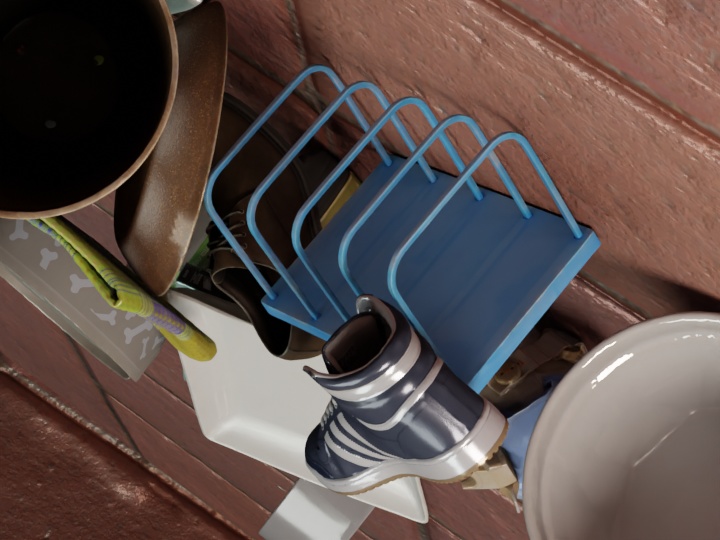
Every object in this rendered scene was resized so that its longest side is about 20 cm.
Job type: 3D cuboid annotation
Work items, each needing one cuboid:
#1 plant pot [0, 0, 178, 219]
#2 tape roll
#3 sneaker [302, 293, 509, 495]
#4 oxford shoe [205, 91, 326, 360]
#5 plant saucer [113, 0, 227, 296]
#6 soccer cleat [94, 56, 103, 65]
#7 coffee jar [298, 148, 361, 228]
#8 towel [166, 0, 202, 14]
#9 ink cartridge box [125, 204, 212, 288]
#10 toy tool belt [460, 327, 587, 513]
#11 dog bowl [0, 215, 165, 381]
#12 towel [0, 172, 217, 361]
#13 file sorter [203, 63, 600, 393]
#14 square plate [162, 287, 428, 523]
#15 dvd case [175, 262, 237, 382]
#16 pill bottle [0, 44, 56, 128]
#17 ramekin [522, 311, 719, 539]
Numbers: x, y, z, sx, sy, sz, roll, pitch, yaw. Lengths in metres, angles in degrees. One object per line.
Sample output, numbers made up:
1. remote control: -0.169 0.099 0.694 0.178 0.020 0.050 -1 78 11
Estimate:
1. plant pot: -0.205 -0.127 1.485 0.187 0.187 0.200 39 180 -3
2. tape roll: -0.003 0.165 1.982 0.066 0.201 0.200 37 166 1
3. sneaker: -0.001 0.076 1.400 0.108 0.070 0.200 44 155 -17
4. oxford shoe: -0.073 -0.032 1.580 0.073 0.084 0.201 -37 78 45
5. plant saucer: -0.132 -0.085 1.547 0.036 0.202 0.200 11 171 -14
6. soccer cleat: -0.239 -0.226 1.678 0.200 0.065 0.084 41 -171 -21
7. coffee jar: 0.000 0.000 1.693 0.200 0.085 0.104 43 157 -16
8. towel: -0.172 -0.235 1.484 0.171 0.048 0.200 46 164 -17
9. ink cartridge box: -0.074 0.036 1.831 0.200 0.084 0.145 42 162 -18
10. toy tool belt: 0.113 0.101 1.622 0.200 0.124 0.123 51 -171 -50
11. dog bowl: -0.229 0.006 1.800 0.200 0.059 0.200 40 171 7
12. towel: -0.176 0.001 1.586 0.143 0.023 0.200 40 178 18
13. file sorter: 0.018 -0.031 1.453 0.200 0.139 0.123 24 157 46
14. square plate: -0.042 0.095 1.708 0.199 0.029 0.199 19 147 21
15. dvd case: -0.046 0.077 1.736 0.199 0.022 0.146 23 149 12
16. pill bottle: -0.284 -0.142 1.626 0.201 0.106 0.106 61 159 -18
17. ramekin: 0.207 0.135 1.395 0.200 0.201 0.105 28 172 36
